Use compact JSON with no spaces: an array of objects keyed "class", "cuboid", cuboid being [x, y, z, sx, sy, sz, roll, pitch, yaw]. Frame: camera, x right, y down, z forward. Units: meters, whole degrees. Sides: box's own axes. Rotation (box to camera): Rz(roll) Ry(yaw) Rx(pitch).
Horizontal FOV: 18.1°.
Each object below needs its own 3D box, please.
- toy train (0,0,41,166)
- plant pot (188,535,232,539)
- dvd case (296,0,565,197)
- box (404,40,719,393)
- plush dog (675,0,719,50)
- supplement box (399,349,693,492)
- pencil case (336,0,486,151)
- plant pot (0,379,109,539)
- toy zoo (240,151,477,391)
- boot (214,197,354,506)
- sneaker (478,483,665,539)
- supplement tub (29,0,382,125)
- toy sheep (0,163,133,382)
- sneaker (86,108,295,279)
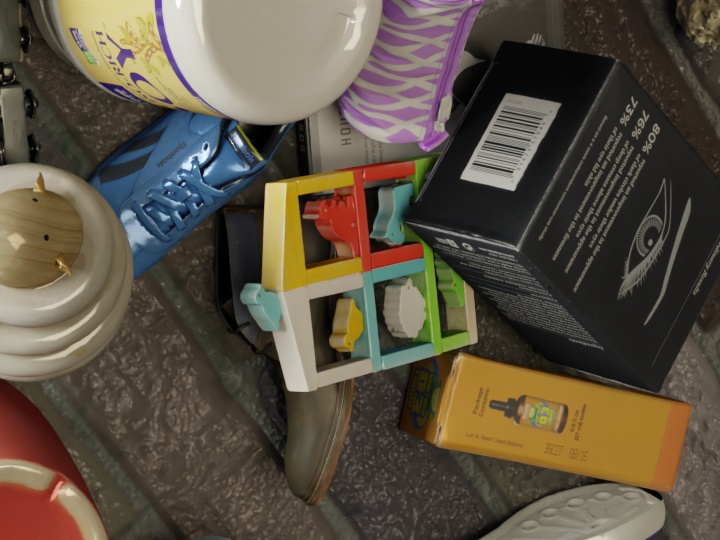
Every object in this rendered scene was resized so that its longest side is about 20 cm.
[{"class":"toy train","cuboid":[-0.220,-0.159,1.368,0.034,0.046,0.202,-8,103,-28]},{"class":"plant pot","cuboid":[-0.050,0.298,1.450,0.195,0.200,0.201,28,85,-35]},{"class":"dvd case","cuboid":[0.048,-0.137,1.511,0.199,0.025,0.152,-9,102,-24]},{"class":"box","cuboid":[0.147,-0.034,1.494,0.200,0.104,0.149,44,70,-42]},{"class":"plush dog","cuboid":[0.266,-0.261,1.514,0.160,0.172,0.201,32,85,-26]},{"class":"supplement box","cuboid":[0.129,0.102,1.565,0.199,0.069,0.067,14,91,-28]},{"class":"pencil case","cuboid":[0.034,-0.149,1.384,0.084,0.200,0.086,-32,73,-19]},{"class":"plant pot","cuboid":[-0.240,0.161,1.334,0.199,0.177,0.202,-4,99,-25]},{"class":"toy zoo","cuboid":[0.000,0.000,1.440,0.199,0.020,0.132,-12,99,-47]},{"class":"boot","cuboid":[-0.055,0.050,1.472,0.096,0.075,0.202,7,85,-17]},{"class":"sneaker","cuboid":[0.136,0.249,1.590,0.199,0.080,0.147,-23,115,-24]},{"class":"supplement tub","cuboid":[-0.096,-0.166,1.328,0.145,0.199,0.147,-7,103,-35]},{"class":"toy sheep","cuboid":[-0.199,0.004,1.335,0.137,0.200,0.139,1,75,-5]},{"class":"sneaker","cuboid":[-0.110,-0.061,1.419,0.200,0.078,0.066,-47,116,-11]}]
